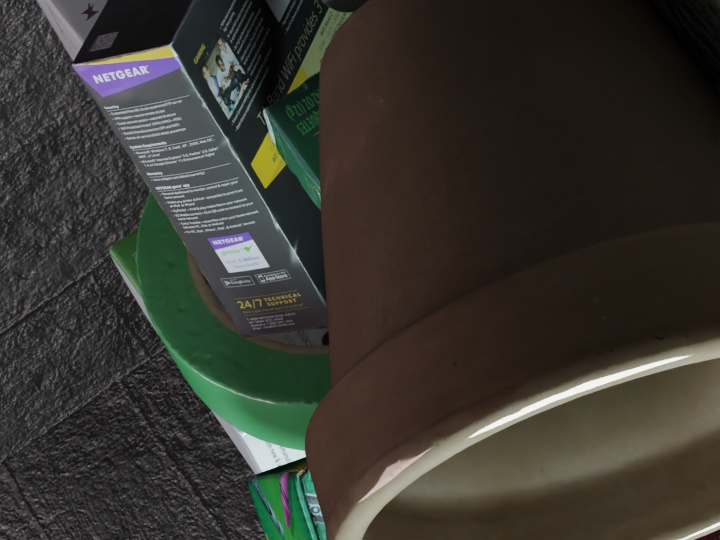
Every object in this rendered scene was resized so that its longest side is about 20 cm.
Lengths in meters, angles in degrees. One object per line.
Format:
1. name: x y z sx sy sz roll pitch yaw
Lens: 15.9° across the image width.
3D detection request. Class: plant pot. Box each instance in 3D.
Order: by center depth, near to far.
1. plant pot: 0.065 -0.009 0.859 0.200 0.199 0.175 66 -173 -66

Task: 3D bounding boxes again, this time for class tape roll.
1. tape roll: -0.004 -0.013 1.213 0.201 0.200 0.048 52 172 36

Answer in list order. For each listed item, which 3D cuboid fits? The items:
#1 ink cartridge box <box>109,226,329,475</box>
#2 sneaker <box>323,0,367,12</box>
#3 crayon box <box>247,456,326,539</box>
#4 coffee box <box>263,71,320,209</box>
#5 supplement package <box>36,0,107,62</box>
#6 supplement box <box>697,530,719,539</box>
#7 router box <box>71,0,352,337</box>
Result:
1. ink cartridge box: 0.000 0.000 1.286 0.146 0.200 0.084 51 171 35
2. sneaker: 0.000 -0.170 1.002 0.200 0.070 0.081 73 177 -65
3. crayon box: 0.061 0.082 1.102 0.119 0.199 0.059 155 97 -77
4. coffee box: 0.066 -0.015 1.012 0.200 0.123 0.044 55 172 20
5. supplement package: -0.077 -0.136 1.388 0.200 0.151 0.151 50 172 48
6. supplement box: 0.136 0.163 1.420 0.197 0.133 0.200 52 174 35
7. router box: -0.033 -0.096 1.121 0.158 0.052 0.200 60 -143 -33
